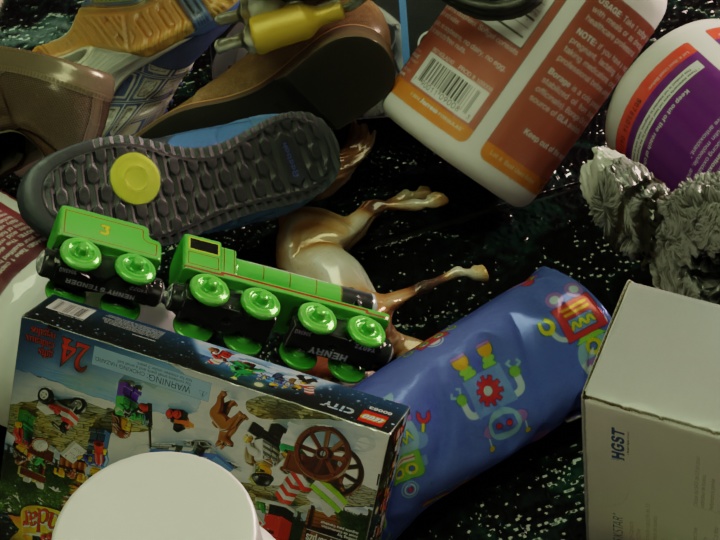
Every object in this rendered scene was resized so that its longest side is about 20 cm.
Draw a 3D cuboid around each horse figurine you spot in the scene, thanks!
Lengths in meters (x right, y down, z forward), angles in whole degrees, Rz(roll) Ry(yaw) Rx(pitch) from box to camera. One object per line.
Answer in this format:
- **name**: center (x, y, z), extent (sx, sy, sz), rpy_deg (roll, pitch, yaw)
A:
- **horse figurine**: center (0.000, 0.000, 1.163), extent (0.132, 0.050, 0.200), rpy_deg (-15, 51, -11)

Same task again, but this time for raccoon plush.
- **raccoon plush**: center (0.221, -0.023, 1.047), extent (0.134, 0.097, 0.200), rpy_deg (-4, 42, -23)

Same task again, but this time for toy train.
- **toy train**: center (-0.076, 0.012, 1.059), extent (0.199, 0.042, 0.057), rpy_deg (15, 39, -16)

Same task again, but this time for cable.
- **cable**: center (0.010, -0.174, 1.157), extent (0.199, 0.050, 0.097), rpy_deg (-1, 59, 9)

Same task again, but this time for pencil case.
- **pencil case**: center (0.053, 0.076, 1.071), extent (0.200, 0.078, 0.087), rpy_deg (-30, 91, -21)

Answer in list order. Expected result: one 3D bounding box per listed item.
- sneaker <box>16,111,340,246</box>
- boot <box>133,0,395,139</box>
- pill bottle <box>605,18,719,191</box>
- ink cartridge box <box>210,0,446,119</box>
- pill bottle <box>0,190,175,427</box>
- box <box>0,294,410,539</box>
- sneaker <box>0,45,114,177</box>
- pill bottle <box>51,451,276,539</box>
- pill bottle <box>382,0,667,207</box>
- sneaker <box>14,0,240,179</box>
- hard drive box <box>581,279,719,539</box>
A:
- **sneaker**: center (-0.109, -0.045, 1.132), extent (0.200, 0.078, 0.066), rpy_deg (-13, 87, -32)
- **boot**: center (-0.065, -0.103, 1.223), extent (0.200, 0.074, 0.076), rpy_deg (-28, 34, 18)
- **pill bottle**: center (0.239, -0.051, 1.142), extent (0.112, 0.113, 0.200), rpy_deg (-26, 51, -17)
- **ink cartridge box**: center (-0.001, -0.195, 1.253), extent (0.197, 0.201, 0.043), rpy_deg (-4, 9, 2)
- **pill bottle**: center (-0.206, 0.020, 1.123), extent (0.200, 0.114, 0.114), rpy_deg (29, 57, 28)
- **box**: center (-0.085, 0.107, 1.006), extent (0.199, 0.137, 0.038), rpy_deg (16, 21, 13)
- **sneaker**: center (-0.231, -0.095, 1.164), extent (0.200, 0.070, 0.076), rpy_deg (12, 87, 40)
- **pill bottle**: center (-0.080, 0.179, 0.908), extent (0.119, 0.200, 0.120), rpy_deg (-3, 48, 3)
- **pill bottle**: center (0.111, -0.148, 1.185), extent (0.112, 0.112, 0.200), rpy_deg (40, 97, 33)
- **sneaker**: center (-0.145, -0.127, 1.239), extent (0.200, 0.088, 0.075), rpy_deg (-34, 54, 5)
- **hard drive box**: center (0.215, 0.102, 0.975), extent (0.199, 0.156, 0.077), rpy_deg (15, 56, 18)
